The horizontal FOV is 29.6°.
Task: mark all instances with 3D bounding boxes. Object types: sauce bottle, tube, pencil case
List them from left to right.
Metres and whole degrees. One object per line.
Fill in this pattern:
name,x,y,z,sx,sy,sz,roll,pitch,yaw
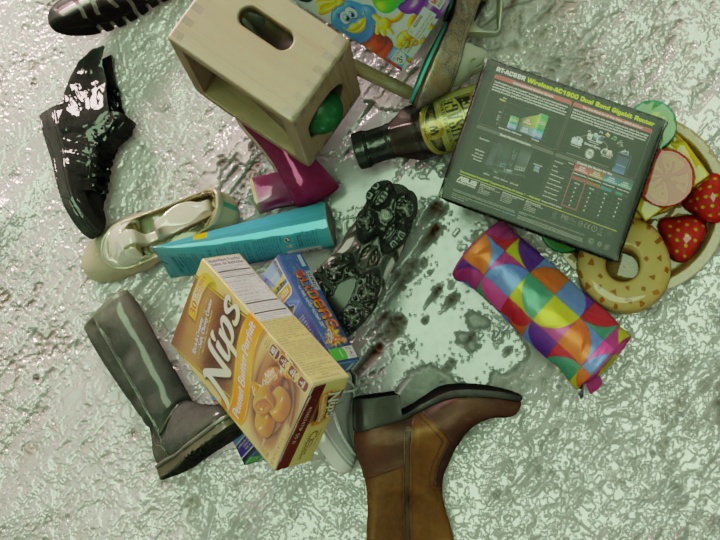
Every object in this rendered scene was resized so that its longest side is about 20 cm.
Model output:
tube,-0.127,-0.029,1.506,0.197,0.078,0.051,-13,57,5
sauce bottle,0.088,-0.156,1.476,0.198,0.066,0.067,-19,82,9
pencil case,0.189,0.040,1.431,0.088,0.088,0.200,-46,79,4

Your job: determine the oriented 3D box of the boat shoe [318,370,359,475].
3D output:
boat shoe,-0.039,0.119,1.480,0.068,0.072,0.202,-25,72,7

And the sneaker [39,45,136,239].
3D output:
sneaker,-0.299,-0.145,1.547,0.103,0.060,0.202,-25,71,10

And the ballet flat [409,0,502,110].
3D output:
ballet flat,0.113,-0.253,1.462,0.066,0.068,0.202,21,73,-1

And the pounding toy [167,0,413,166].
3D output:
pounding toy,-0.065,-0.211,1.413,0.199,0.184,0.143,34,83,10

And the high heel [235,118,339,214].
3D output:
high heel,-0.091,-0.168,1.510,0.095,0.067,0.203,-15,81,4

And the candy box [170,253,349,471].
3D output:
candy box,-0.106,0.090,1.384,0.200,0.055,0.116,45,125,31

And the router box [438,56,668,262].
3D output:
router box,0.195,-0.112,1.394,0.198,0.062,0.152,21,92,7

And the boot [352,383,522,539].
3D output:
boot,0.088,0.225,1.444,0.186,0.068,0.203,-7,91,-8

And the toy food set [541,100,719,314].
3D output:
toy food set,0.287,-0.072,1.439,0.199,0.049,0.199,-37,80,6

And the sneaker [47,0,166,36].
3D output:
sneaker,-0.276,-0.353,1.564,0.198,0.076,0.117,-22,76,-2

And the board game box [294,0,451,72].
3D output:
board game box,-0.003,-0.319,1.416,0.199,0.105,0.103,31,125,-7

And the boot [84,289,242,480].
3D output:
boot,-0.214,0.112,1.482,0.181,0.072,0.202,-33,74,42

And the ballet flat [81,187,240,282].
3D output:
ballet flat,-0.232,-0.042,1.526,0.198,0.069,0.070,-22,82,8

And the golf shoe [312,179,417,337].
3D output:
golf shoe,0.000,0.000,1.464,0.077,0.094,0.201,35,91,5

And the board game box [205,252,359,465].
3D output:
board game box,-0.094,0.095,1.438,0.200,0.034,0.136,-48,63,39
